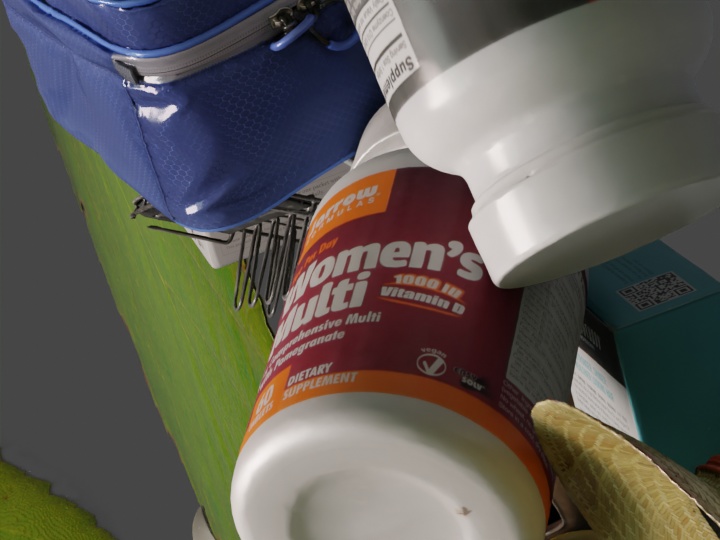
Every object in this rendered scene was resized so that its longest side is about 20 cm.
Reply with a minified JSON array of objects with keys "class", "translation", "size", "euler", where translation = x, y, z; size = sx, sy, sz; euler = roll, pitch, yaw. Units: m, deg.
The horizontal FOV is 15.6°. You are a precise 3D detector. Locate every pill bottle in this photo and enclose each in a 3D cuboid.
[{"class":"pill bottle","translation":[0.025,0.025,0.953],"size":[0.200,0.109,0.110],"euler":[-75,-20,-47]},{"class":"pill bottle","translation":[0.052,-0.103,0.900],"size":[0.116,0.116,0.200],"euler":[113,136,-75]}]

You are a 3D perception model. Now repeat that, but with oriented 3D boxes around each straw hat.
[{"class":"straw hat","translation":[0.152,0.090,0.830],"size":[0.201,0.085,0.201],"euler":[48,171,10]}]

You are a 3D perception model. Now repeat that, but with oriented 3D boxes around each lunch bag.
[{"class":"lunch bag","translation":[-0.065,-0.119,1.054],"size":[0.200,0.136,0.132],"euler":[35,153,52]}]

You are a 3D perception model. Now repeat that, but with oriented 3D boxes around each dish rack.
[{"class":"dish rack","translation":[0.000,0.000,1.146],"size":[0.153,0.200,0.055],"euler":[162,118,-71]}]

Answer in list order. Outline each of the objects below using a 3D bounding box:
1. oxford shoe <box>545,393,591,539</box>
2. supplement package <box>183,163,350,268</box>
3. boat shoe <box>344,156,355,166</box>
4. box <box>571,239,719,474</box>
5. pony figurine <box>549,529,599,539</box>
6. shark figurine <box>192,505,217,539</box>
[{"class":"oxford shoe","translation":[0.084,0.090,1.183],"size":[0.073,0.084,0.200],"euler":[63,171,14]},{"class":"supplement package","translation":[-0.065,-0.127,1.435],"size":[0.120,0.121,0.200],"euler":[-129,22,-61]},{"class":"boat shoe","translation":[0.028,-0.057,1.238],"size":[0.202,0.065,0.075],"euler":[46,155,57]},{"class":"box","translation":[0.129,0.091,1.044],"size":[0.082,0.049,0.200],"euler":[-134,26,-66]},{"class":"pony figurine","translation":[0.095,0.193,0.933],"size":[0.193,0.167,0.200],"euler":[41,-146,-5]},{"class":"shark figurine","translation":[0.017,0.122,1.257],"size":[0.090,0.214,0.128],"euler":[54,180,-19]}]
